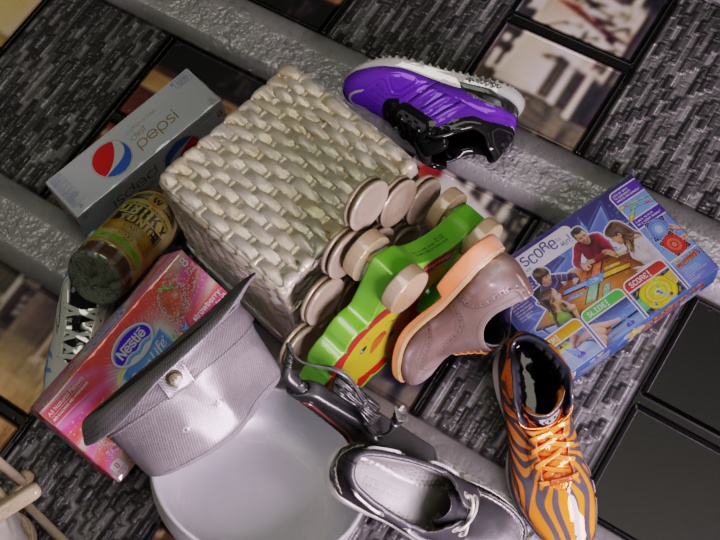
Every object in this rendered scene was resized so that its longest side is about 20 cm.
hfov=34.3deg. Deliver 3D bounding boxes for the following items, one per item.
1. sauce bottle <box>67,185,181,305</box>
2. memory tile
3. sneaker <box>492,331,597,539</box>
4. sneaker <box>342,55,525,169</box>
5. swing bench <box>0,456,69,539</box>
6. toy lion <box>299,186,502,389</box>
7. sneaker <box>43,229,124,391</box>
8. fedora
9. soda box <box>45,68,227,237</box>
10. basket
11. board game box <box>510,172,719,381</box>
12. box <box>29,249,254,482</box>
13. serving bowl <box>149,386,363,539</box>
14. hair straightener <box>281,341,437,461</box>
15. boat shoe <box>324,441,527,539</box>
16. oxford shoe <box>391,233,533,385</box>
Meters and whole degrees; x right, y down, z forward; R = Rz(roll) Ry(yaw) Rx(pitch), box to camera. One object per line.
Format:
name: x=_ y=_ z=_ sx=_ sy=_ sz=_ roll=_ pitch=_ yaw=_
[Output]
sauce bottle: x=-0.220 y=-0.043 z=1.175 sx=0.064 sy=0.065 sz=0.201 roll=12 pitch=35 yaw=13
memory tile: x=0.000 y=0.000 z=1.076 sx=0.017 sy=0.153 sz=0.202 roll=35 pitch=113 yaw=24
sneaker: x=0.160 y=0.151 z=1.024 sx=0.077 sy=0.112 sz=0.202 roll=-18 pitch=79 yaw=0
sneaker: x=0.068 y=-0.160 z=1.234 sx=0.198 sy=0.070 sz=0.101 roll=12 pitch=68 yaw=13
swing bench: x=-0.351 y=0.257 z=1.006 sx=0.129 sy=0.200 sz=0.200 roll=35 pitch=72 yaw=22
toy lion: x=0.029 y=0.036 z=1.091 sx=0.069 sy=0.193 sz=0.199 roll=40 pitch=42 yaw=19
sneaker: x=-0.280 y=0.052 z=1.172 sx=0.071 sy=0.073 sz=0.202 roll=4 pitch=65 yaw=9
fedora: x=-0.137 y=0.101 z=0.987 sx=0.200 sy=0.177 sz=0.091 roll=-42 pitch=96 yaw=-20
soda box: x=-0.234 y=-0.122 z=1.254 sx=0.200 sy=0.068 sz=0.064 roll=-41 pitch=65 yaw=-13
basket: x=-0.060 y=-0.061 z=1.151 sx=0.198 sy=0.161 sz=0.200 roll=-43 pitch=64 yaw=-13
board game box: x=0.230 y=0.010 z=1.146 sx=0.199 sy=0.035 sz=0.136 roll=-33 pitch=64 yaw=-10
box: x=-0.208 y=0.088 z=1.109 sx=0.103 sy=0.095 sz=0.200 roll=44 pitch=72 yaw=-13
serving bowl: x=-0.095 y=0.198 z=1.053 sx=0.198 sy=0.066 sz=0.201 roll=11 pitch=40 yaw=-9
hair straightener: x=0.007 y=0.122 z=1.028 sx=0.076 sy=0.200 sz=0.041 roll=-25 pitch=33 yaw=32
boat shoe: x=0.066 y=0.203 z=1.014 sx=0.199 sy=0.060 sz=0.075 roll=28 pitch=73 yaw=-13
oxford shoe: x=0.089 y=0.057 z=1.062 sx=0.073 sy=0.201 sz=0.071 roll=46 pitch=50 yaw=14
